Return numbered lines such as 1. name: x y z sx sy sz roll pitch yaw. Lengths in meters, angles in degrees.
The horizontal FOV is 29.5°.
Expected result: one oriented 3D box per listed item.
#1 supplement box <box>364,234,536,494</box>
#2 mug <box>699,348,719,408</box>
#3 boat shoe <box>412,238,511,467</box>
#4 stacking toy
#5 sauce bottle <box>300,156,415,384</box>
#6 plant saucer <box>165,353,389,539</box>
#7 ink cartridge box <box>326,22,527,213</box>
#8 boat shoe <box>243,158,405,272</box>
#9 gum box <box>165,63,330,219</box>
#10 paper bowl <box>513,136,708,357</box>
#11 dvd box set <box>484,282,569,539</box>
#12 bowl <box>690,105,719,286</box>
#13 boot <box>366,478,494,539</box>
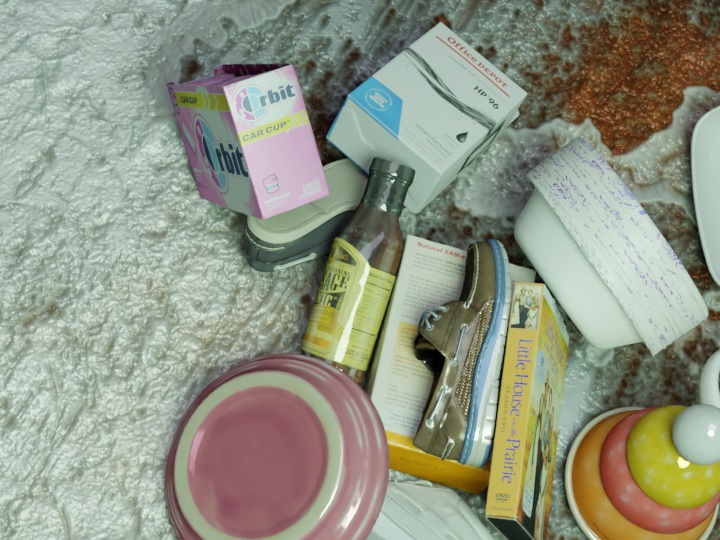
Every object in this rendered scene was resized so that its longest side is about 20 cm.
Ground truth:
1. supplement box: 0.074 0.083 1.228 0.125 0.074 0.201 16 65 -4
2. mug: 0.396 0.131 1.228 0.199 0.148 0.176 16 56 -11
3. boat shoe: 0.083 0.062 1.158 0.072 0.072 0.201 10 65 -4
4. stacking toy: 0.268 0.163 1.161 0.145 0.200 0.147 4 67 -9
5. sauce bottle: 0.000 0.000 1.219 0.066 0.066 0.201 17 86 -3
6. plant saucer: -0.076 0.162 1.131 0.199 0.051 0.202 -7 69 17
7. ink cartridge box: 0.076 -0.158 1.310 0.116 0.068 0.200 41 51 7
8. boat shoe: -0.027 -0.051 1.276 0.199 0.063 0.073 -22 53 -37
9. gum box: -0.104 -0.118 1.205 0.066 0.200 0.114 -21 105 -19
10. paper bowl: 0.214 -0.011 1.235 0.104 0.201 0.201 -37 76 7
11. dvd box set: 0.146 0.128 1.176 0.029 0.146 0.201 3 69 18
12. bowl: 0.429 -0.078 1.325 0.199 0.075 0.201 -13 71 29
13. boot: 0.023 0.208 1.178 0.200 0.074 0.095 39 39 17
